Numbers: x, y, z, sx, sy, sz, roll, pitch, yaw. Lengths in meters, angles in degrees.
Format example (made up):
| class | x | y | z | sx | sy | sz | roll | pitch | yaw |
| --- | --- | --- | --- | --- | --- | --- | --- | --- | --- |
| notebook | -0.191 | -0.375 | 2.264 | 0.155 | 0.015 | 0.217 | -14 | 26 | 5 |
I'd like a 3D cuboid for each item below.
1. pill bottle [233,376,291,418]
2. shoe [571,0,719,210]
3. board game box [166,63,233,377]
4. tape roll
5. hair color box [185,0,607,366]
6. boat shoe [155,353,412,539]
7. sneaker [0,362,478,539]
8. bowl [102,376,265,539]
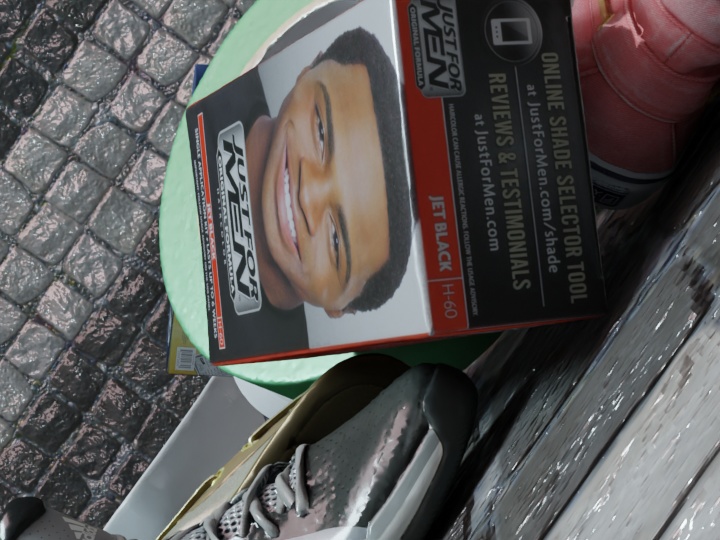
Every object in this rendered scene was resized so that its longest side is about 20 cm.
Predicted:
| class | x | y | z | sx | sy | sz | roll | pitch | yaw |
| --- | --- | --- | --- | --- | --- | --- | --- | --- | --- |
| pill bottle | 0.000 | 0.000 | 0.902 | 0.111 | 0.111 | 0.200 | -56 | 0 | -38 |
| shoe | 0.114 | -0.112 | 0.580 | 0.091 | 0.071 | 0.200 | -52 | 9 | 47 |
| board game box | -0.034 | -0.019 | 0.993 | 0.035 | 0.135 | 0.201 | -95 | 13 | -47 |
| tape roll | -0.001 | -0.043 | 0.752 | 0.200 | 0.048 | 0.201 | -19 | 60 | 37 |
| hair color box | 0.002 | -0.024 | 0.589 | 0.200 | 0.061 | 0.102 | 165 | 100 | -66 |
| boat shoe | -0.040 | 0.113 | 0.657 | 0.200 | 0.074 | 0.066 | -46 | -1 | 5 |
| sneaker | -0.056 | 0.092 | 0.576 | 0.200 | 0.115 | 0.075 | -56 | 1 | 12 |
| bowl | -0.140 | 0.186 | 1.280 | 0.200 | 0.074 | 0.200 | -56 | 1 | 34 |
